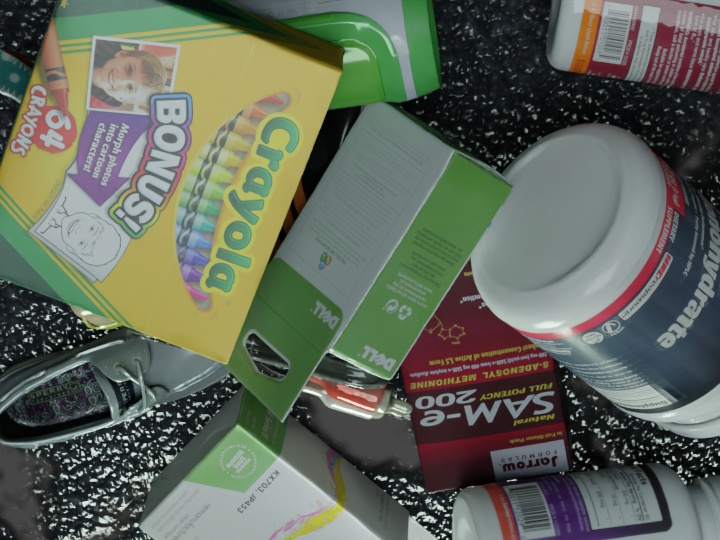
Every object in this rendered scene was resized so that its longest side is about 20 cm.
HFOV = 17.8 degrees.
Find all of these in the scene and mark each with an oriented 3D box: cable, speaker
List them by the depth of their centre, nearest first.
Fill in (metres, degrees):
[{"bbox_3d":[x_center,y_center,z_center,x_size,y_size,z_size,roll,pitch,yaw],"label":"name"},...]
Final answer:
[{"bbox_3d":[-0.052,-0.137,1.440,0.198,0.089,0.089,-8,114,5],"label":"speaker"},{"bbox_3d":[-0.059,0.066,1.540,0.198,0.097,0.051,9,92,-11],"label":"cable"}]

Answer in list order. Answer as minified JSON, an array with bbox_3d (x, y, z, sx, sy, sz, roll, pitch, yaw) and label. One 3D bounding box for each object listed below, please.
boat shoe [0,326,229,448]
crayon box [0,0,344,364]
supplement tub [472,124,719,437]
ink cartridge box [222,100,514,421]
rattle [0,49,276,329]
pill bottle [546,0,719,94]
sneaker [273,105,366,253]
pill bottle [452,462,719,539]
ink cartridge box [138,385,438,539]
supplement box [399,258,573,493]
[{"bbox_3d":[-0.167,0.079,1.600,0.199,0.072,0.070,-19,111,11],"label":"boat shoe"},{"bbox_3d":[-0.124,-0.068,1.391,0.171,0.058,0.201,21,108,-4],"label":"crayon box"},{"bbox_3d":[0.179,0.010,1.474,0.140,0.141,0.200,-39,132,18],"label":"supplement tub"},{"bbox_3d":[0.000,0.000,1.453,0.059,0.104,0.201,28,97,-39],"label":"ink cartridge box"},{"bbox_3d":[-0.155,-0.073,1.500,0.142,0.130,0.201,-21,76,24],"label":"rattle"},{"bbox_3d":[0.222,-0.167,1.446,0.198,0.110,0.110,9,115,0],"label":"pill bottle"},{"bbox_3d":[-0.056,-0.054,1.533,0.089,0.070,0.201,19,117,-8],"label":"sneaker"},{"bbox_3d":[0.170,0.193,1.586,0.198,0.112,0.112,-6,115,-10],"label":"pill bottle"},{"bbox_3d":[-0.044,0.191,1.645,0.200,0.067,0.117,39,110,-13],"label":"ink cartridge box"},{"bbox_3d":[0.079,0.046,1.578,0.108,0.061,0.201,-10,114,7],"label":"supplement box"}]
